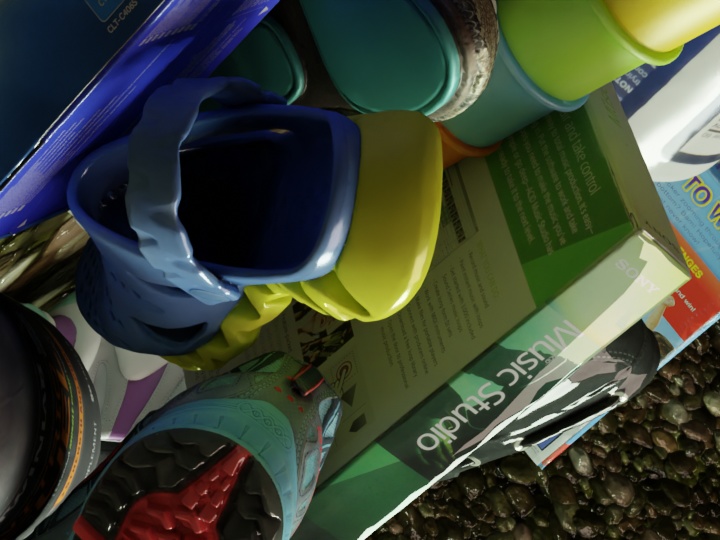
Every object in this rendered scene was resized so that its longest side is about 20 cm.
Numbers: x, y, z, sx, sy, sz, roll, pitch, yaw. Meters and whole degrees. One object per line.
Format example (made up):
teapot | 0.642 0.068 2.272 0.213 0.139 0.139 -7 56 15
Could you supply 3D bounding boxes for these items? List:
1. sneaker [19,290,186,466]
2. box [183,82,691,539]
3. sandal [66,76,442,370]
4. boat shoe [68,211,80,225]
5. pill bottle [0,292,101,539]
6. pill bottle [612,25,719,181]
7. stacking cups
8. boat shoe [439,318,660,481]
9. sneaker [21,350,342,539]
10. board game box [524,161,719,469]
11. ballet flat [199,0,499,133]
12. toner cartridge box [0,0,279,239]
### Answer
sneaker | -0.109 0.080 1.084 0.199 0.140 0.078 -24 165 -32
box | 0.018 0.010 0.900 0.200 0.036 0.145 -41 -144 22
sandal | -0.052 -0.019 0.776 0.200 0.087 0.080 -24 -125 62
boat shoe | -0.067 -0.020 1.037 0.074 0.065 0.202 -40 173 4
pill bottle | -0.154 0.051 0.858 0.106 0.106 0.200 -39 173 -2
pill bottle | 0.125 -0.105 0.964 0.200 0.111 0.111 -45 171 39
stacking cups | 0.048 -0.074 0.857 0.200 0.061 0.060 -27 -178 38
boat shoe | 0.023 0.054 0.938 0.200 0.057 0.069 -25 -137 37
sneaker | -0.069 0.097 0.856 0.200 0.079 0.096 -40 -174 40
board game box | 0.087 -0.040 1.164 0.056 0.200 0.196 -34 172 -45
ballet flat | -0.001 -0.081 0.821 0.075 0.068 0.200 -29 -169 -30
toner cartridge box | -0.060 -0.085 0.741 0.200 0.043 0.095 -44 172 30
